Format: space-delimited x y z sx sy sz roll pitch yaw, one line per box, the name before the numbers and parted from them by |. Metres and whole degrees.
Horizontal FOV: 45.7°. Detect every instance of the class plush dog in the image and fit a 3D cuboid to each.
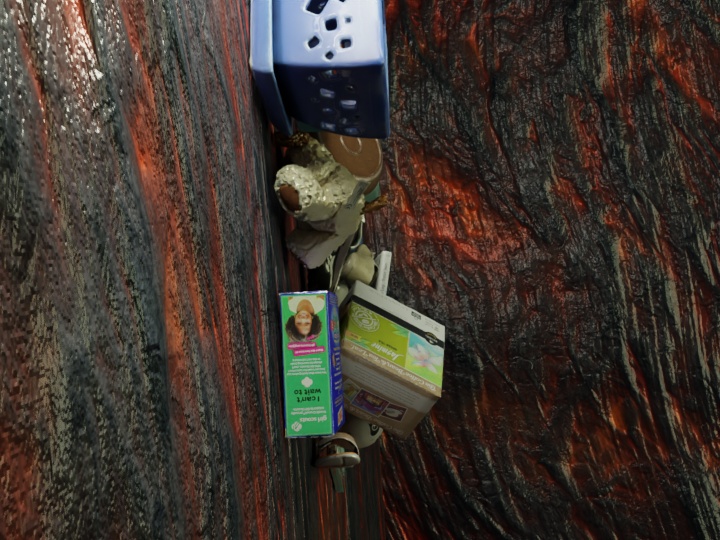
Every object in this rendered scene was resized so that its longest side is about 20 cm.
plush dog | -0.064 -0.131 1.292 0.173 0.159 0.201 58 -14 31

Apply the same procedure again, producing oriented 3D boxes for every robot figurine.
robot figurine | -0.013 0.241 1.645 0.125 0.149 0.202 -41 -139 46

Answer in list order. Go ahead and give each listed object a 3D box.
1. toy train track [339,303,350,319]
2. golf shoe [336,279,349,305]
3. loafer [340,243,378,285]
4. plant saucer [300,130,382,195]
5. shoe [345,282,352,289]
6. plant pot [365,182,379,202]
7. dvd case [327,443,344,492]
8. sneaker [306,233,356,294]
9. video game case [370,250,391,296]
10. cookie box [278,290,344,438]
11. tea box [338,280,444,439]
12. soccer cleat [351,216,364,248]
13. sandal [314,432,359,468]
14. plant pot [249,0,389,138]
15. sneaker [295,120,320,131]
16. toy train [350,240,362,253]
toy train track | -0.070 0.111 1.466 0.115 0.032 0.200 -51 -171 23
golf shoe | -0.026 0.098 1.717 0.078 0.094 0.202 -40 141 -27
loafer | 0.000 0.000 1.710 0.076 0.068 0.200 -51 179 14
plant saucer | -0.026 -0.240 1.629 0.034 0.199 0.203 -30 -129 43
shoe | -0.040 0.056 1.818 0.200 0.071 0.092 7 98 -73
plant pot | -0.030 -0.188 1.739 0.200 0.133 0.203 -4 90 -87
dvd case | -0.050 0.340 1.791 0.147 0.022 0.202 82 4 -49
sneaker | -0.075 -0.019 1.482 0.076 0.087 0.203 -177 -73 -75
video game case | 0.029 0.064 1.782 0.200 0.023 0.185 133 -35 -80
cookie box | -0.070 0.136 1.262 0.171 0.074 0.203 49 37 -84
tea box | 0.036 0.160 1.539 0.134 0.198 0.198 -55 -166 35
soccer cleat | -0.037 -0.060 1.672 0.201 0.068 0.086 114 -36 -43
sandal | -0.045 0.321 1.526 0.207 0.078 0.060 105 -18 -75
plant pot | -0.053 -0.306 1.165 0.200 0.177 0.203 73 13 -70
sneaker | -0.086 -0.325 1.475 0.200 0.078 0.133 131 -43 -83
toy train | -0.035 -0.071 1.872 0.201 0.085 0.116 -86 168 -66
